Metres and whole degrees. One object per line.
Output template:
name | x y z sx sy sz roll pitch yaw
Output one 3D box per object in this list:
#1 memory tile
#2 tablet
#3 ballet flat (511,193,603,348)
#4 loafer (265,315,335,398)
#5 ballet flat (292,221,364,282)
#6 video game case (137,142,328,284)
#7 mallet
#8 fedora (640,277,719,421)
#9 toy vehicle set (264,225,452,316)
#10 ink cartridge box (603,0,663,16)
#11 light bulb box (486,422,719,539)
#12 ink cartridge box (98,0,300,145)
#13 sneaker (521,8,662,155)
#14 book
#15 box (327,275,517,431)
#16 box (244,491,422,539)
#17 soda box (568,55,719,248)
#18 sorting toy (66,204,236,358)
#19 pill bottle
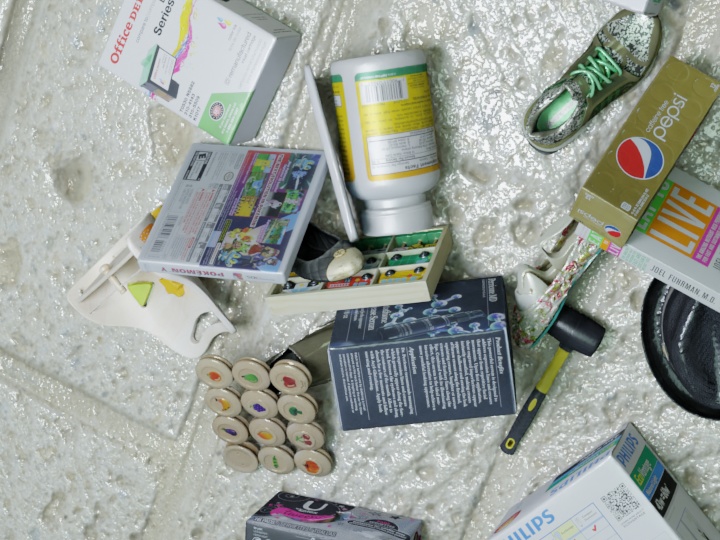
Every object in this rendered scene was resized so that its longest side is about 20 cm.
memory tile | -0.119 0.183 1.635 0.152 0.017 0.201 4 131 19
tablet | -0.034 -0.130 1.520 0.014 0.130 0.202 -16 90 1
ballet flat | 0.216 -0.006 1.489 0.064 0.076 0.201 29 103 -20
loafer | -0.048 0.108 1.613 0.199 0.070 0.076 -34 89 23
ballet flat | -0.064 -0.033 1.548 0.199 0.066 0.057 28 141 50
video game case | -0.145 -0.071 1.554 0.180 0.201 0.023 5 139 16
mallet | 0.207 0.128 1.546 0.066 0.041 0.201 37 115 8
fedora | 0.390 0.076 1.434 0.199 0.092 0.203 4 103 19
toy vehicle set | 0.000 0.000 1.544 0.198 0.125 0.027 -6 120 21
ink cartridge box | 0.269 -0.389 1.387 0.160 0.050 0.202 27 112 29
light bulb box | 0.286 0.320 1.507 0.198 0.125 0.200 -40 85 23
ink cartridge box | -0.194 -0.263 1.581 0.199 0.084 0.146 32 110 12
sneaker | 0.249 -0.202 1.430 0.077 0.089 0.200 43 109 5
book | 0.342 -0.038 1.407 0.199 0.134 0.048 29 141 11
box | 0.072 0.092 1.493 0.198 0.149 0.108 -6 112 6
box | -0.034 0.366 1.640 0.198 0.115 0.133 8 103 17
soda box | 0.299 -0.126 1.379 0.067 0.064 0.201 32 66 11
sorting toy | -0.242 0.031 1.652 0.180 0.107 0.200 46 141 -10
pill bottle | 0.032 -0.145 1.509 0.112 0.113 0.202 -5 99 21
